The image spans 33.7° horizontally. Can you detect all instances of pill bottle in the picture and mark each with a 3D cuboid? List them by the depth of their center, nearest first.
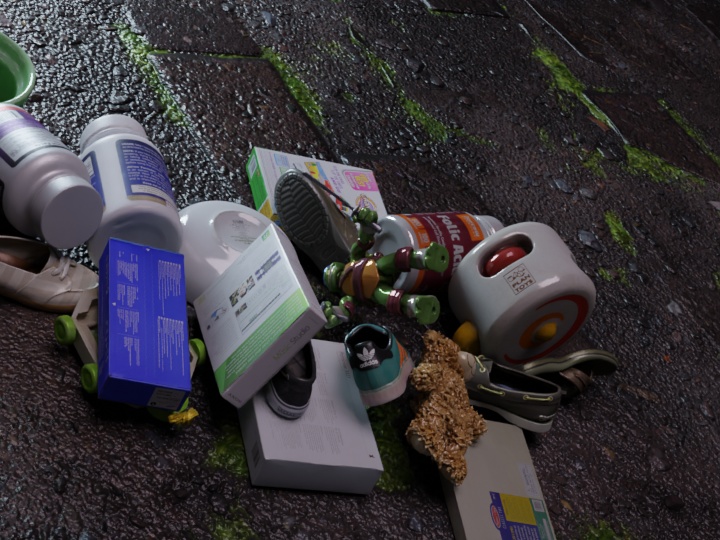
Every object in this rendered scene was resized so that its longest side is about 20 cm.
[{"bbox_3d":[-0.390,-0.109,1.412,0.110,0.113,0.199,-10,36,-42],"label":"pill bottle"},{"bbox_3d":[-0.297,-0.100,1.495,0.118,0.121,0.202,7,41,-28],"label":"pill bottle"},{"bbox_3d":[0.113,-0.026,1.694,0.198,0.115,0.115,-5,47,-38],"label":"pill bottle"}]

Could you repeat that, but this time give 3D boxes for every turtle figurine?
[{"bbox_3d":[0.000,0.000,1.483,0.192,0.201,0.145,6,47,37],"label":"turtle figurine"}]

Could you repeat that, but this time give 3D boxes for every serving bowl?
[{"bbox_3d":[-0.163,-0.026,1.546,0.197,0.066,0.202,19,36,-14],"label":"serving bowl"}]

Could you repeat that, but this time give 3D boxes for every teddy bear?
[{"bbox_3d":[0.106,0.161,1.429,0.146,0.066,0.200,52,31,-12],"label":"teddy bear"}]

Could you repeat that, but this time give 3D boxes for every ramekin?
[{"bbox_3d":[-0.524,-0.232,1.517,0.197,0.098,0.202,19,36,-14],"label":"ramekin"}]

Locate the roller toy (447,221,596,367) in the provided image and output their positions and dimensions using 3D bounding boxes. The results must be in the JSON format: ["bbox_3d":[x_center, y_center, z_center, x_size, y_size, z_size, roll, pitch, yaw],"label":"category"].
[{"bbox_3d":[0.223,0.041,1.631,0.198,0.184,0.141,-2,46,-37],"label":"roller toy"}]

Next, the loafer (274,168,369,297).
[{"bbox_3d":[-0.047,-0.052,1.631,0.202,0.075,0.070,58,23,-6],"label":"loafer"}]

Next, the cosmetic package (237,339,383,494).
[{"bbox_3d":[-0.068,0.164,1.392,0.149,0.052,0.202,9,40,-24],"label":"cosmetic package"}]

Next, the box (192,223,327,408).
[{"bbox_3d":[-0.121,0.048,1.374,0.036,0.144,0.201,40,12,-31],"label":"box"}]

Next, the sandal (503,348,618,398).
[{"bbox_3d":[0.276,0.150,1.644,0.198,0.080,0.058,-5,72,-35],"label":"sandal"}]

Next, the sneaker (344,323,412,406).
[{"bbox_3d":[0.021,0.096,1.440,0.070,0.081,0.200,-17,10,4],"label":"sneaker"}]

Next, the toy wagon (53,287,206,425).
[{"bbox_3d":[-0.250,0.101,1.348,0.154,0.040,0.201,-11,57,-42],"label":"toy wagon"}]

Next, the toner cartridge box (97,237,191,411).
[{"bbox_3d":[-0.243,0.058,1.329,0.094,0.043,0.202,15,43,-25],"label":"toner cartridge box"}]

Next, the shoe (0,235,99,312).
[{"bbox_3d":[-0.385,-0.001,1.368,0.197,0.054,0.071,14,39,-25],"label":"shoe"}]

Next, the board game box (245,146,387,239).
[{"bbox_3d":[-0.059,-0.101,1.731,0.197,0.041,0.154,10,40,-26],"label":"board game box"}]

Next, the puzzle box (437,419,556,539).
[{"bbox_3d":[0.160,0.264,1.451,0.131,0.026,0.202,14,38,-22],"label":"puzzle box"}]

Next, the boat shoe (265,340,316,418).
[{"bbox_3d":[-0.086,0.077,1.386,0.069,0.067,0.202,15,37,-20],"label":"boat shoe"}]

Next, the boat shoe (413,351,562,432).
[{"bbox_3d":[0.165,0.144,1.551,0.199,0.061,0.072,22,25,4],"label":"boat shoe"}]
